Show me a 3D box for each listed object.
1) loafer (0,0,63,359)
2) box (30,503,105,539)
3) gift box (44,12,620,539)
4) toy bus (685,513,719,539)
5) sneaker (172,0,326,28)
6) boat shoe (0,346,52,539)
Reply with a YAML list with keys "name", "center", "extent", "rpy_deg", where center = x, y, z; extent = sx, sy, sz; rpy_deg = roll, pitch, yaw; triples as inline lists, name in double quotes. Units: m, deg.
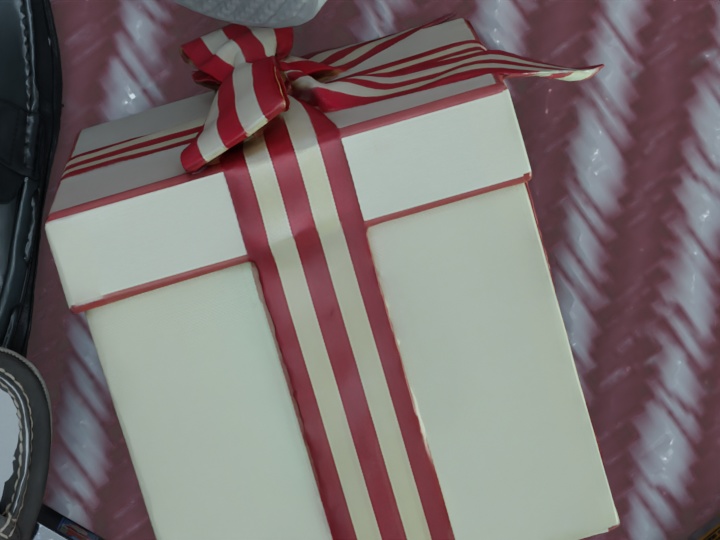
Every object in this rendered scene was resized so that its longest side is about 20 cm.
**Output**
- name: "loafer"
  center: [-0.149, -0.039, 1.002]
  extent: [0.068, 0.070, 0.202]
  rpy_deg: [3, 95, -2]
- name: "box"
  center: [-0.217, 0.119, 1.031]
  extent: [0.200, 0.038, 0.137]
  rpy_deg: [30, 94, -3]
- name: "gift box"
  center: [0.000, 0.000, 0.959]
  extent: [0.199, 0.185, 0.187]
  rpy_deg: [-18, 104, -3]
- name: "toy bus"
  center: [0.174, 0.113, 1.017]
  extent: [0.200, 0.078, 0.065]
  rpy_deg: [-38, 94, 2]
- name: "sneaker"
  center: [-0.071, -0.170, 0.958]
  extent: [0.200, 0.073, 0.114]
  rpy_deg: [29, 69, 24]
- name: "boat shoe"
  center: [-0.168, 0.121, 0.934]
  extent: [0.067, 0.057, 0.200]
  rpy_deg: [30, 93, -4]
